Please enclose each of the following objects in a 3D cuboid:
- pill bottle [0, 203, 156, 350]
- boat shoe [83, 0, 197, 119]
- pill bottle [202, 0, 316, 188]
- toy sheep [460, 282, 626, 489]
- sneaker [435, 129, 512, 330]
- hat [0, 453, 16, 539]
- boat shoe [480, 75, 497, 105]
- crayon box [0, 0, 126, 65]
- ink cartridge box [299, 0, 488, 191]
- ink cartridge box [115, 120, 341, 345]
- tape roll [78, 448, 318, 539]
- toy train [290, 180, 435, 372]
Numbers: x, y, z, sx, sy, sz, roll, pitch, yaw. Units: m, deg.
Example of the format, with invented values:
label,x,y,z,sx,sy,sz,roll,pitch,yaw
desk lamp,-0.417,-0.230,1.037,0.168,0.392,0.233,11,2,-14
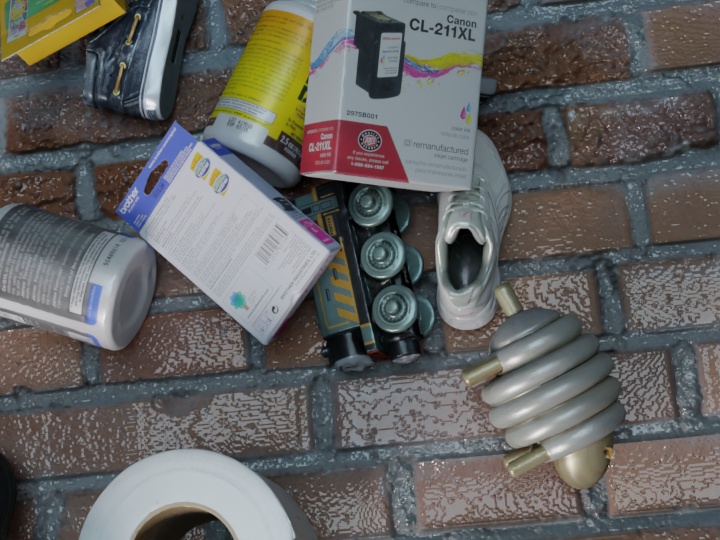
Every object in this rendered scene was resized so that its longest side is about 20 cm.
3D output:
label,x,y,z,sx,sy,sz,roll,pitch,yaw
pill bottle,-0.313,-0.001,1.365,0.198,0.114,0.115,16,78,11
boat shoe,-0.229,-0.259,1.437,0.090,0.071,0.202,9,77,9
pill bottle,-0.071,-0.192,1.385,0.109,0.109,0.201,22,80,13
toy sheep,0.169,0.105,1.262,0.137,0.138,0.201,-26,90,0
sneaker,0.107,-0.050,1.326,0.077,0.099,0.202,-2,75,7
hat,-0.418,0.255,1.321,0.199,0.081,0.202,1,49,-1
boat shoe,0.042,-0.154,1.367,0.199,0.071,0.092,-3,106,-26
crayon box,-0.312,-0.300,1.433,0.125,0.052,0.201,-24,52,16
ink cartridge box,0.032,-0.180,1.270,0.145,0.083,0.202,5,90,-24
ink cartridge box,-0.128,-0.039,1.325,0.200,0.042,0.120,39,111,7
tape roll,-0.144,0.271,1.255,0.201,0.139,0.204,-2,75,8
toy train,0.000,0.000,1.343,0.113,0.085,0.202,-17,76,17
